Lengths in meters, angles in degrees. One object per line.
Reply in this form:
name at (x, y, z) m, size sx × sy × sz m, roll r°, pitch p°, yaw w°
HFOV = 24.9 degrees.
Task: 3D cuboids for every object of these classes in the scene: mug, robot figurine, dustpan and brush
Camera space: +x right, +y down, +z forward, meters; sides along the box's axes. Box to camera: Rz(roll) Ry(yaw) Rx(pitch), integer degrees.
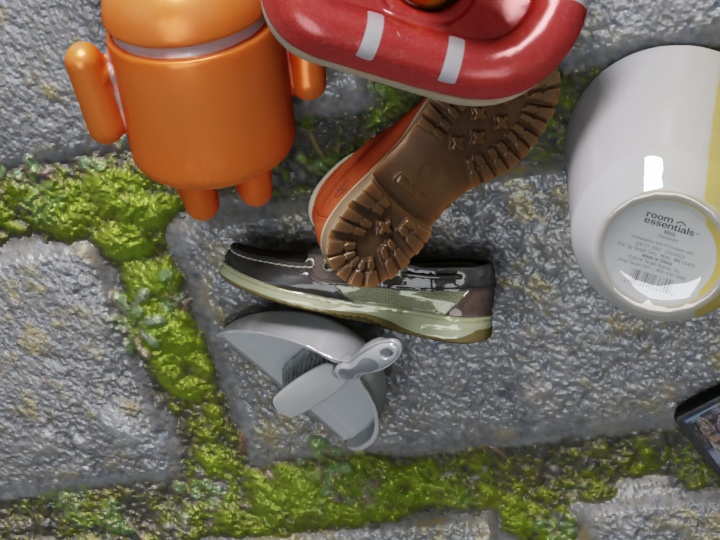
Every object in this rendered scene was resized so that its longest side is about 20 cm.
mug at (0.210, -0.052, 1.017) m, size 0.186 × 0.153 × 0.150 m, roll -25°, pitch 109°, yaw 25°
robot figurine at (-0.104, -0.135, 1.072) m, size 0.143 × 0.117 × 0.201 m, roll 6°, pitch 127°, yaw 20°
dustpan and brush at (-0.019, 0.070, 1.160) m, size 0.139 × 0.057 × 0.200 m, roll 41°, pitch 140°, yaw -12°

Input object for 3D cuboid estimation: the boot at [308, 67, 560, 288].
boot at (0.042, -0.084, 1.091) m, size 0.200 × 0.107 × 0.075 m, roll -42°, pitch 111°, yaw 1°

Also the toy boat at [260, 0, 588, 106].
toy boat at (0.045, -0.184, 0.974) m, size 0.199 × 0.131 × 0.131 m, roll 14°, pitch 161°, yaw -13°

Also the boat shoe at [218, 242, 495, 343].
boat shoe at (0.000, 0.000, 1.156) m, size 0.200 × 0.072 × 0.066 m, roll 13°, pitch 99°, yaw 12°

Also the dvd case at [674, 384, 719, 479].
dvd case at (0.338, 0.143, 1.170) m, size 0.142 × 0.018 × 0.200 m, roll -31°, pitch 107°, yaw 28°
